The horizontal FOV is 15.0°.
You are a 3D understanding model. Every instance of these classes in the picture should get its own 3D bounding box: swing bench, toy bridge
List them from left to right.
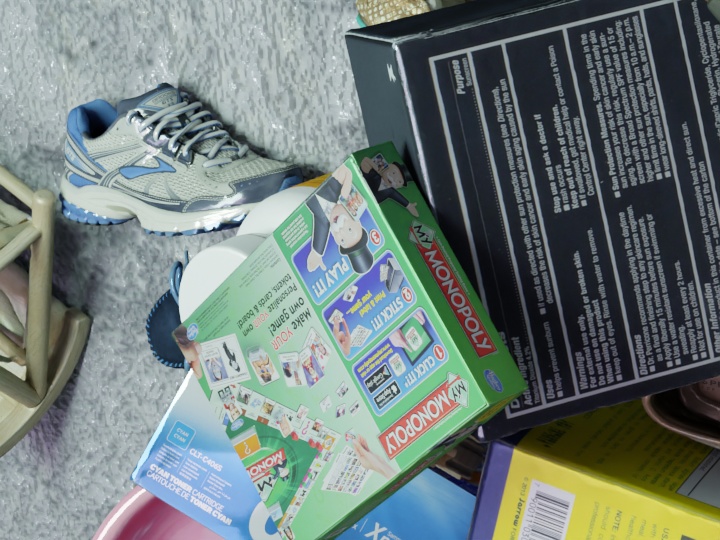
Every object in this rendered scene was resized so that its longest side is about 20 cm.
[{"bbox_3d":[-0.290,-0.006,1.795,0.199,0.130,0.200,38,159,26],"label":"swing bench"},{"bbox_3d":[0.035,0.087,1.474,0.067,0.200,0.027,31,89,-7],"label":"toy bridge"}]

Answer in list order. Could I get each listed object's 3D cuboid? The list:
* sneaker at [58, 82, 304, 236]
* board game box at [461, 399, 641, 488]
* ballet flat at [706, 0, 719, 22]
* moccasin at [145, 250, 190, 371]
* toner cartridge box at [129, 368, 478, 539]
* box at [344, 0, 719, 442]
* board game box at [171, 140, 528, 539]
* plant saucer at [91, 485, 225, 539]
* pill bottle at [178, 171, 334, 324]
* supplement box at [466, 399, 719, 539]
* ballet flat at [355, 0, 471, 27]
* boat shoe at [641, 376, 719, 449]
[{"bbox_3d":[-0.115,-0.069,1.655,0.200,0.077,0.085,5,105,42],"label":"sneaker"},{"bbox_3d":[0.116,0.123,1.535,0.200,0.037,0.151,3,108,44],"label":"board game box"},{"bbox_3d":[0.231,-0.190,1.254,0.068,0.068,0.200,32,94,1],"label":"ballet flat"},{"bbox_3d":[-0.075,0.013,1.651,0.200,0.068,0.081,-31,84,46],"label":"moccasin"},{"bbox_3d":[-0.019,0.127,1.523,0.200,0.043,0.095,30,93,10],"label":"toner cartridge box"},{"bbox_3d":[0.115,-0.043,1.338,0.123,0.198,0.200,-154,51,-75],"label":"box"},{"bbox_3d":[-0.010,0.043,1.323,0.135,0.029,0.200,61,142,10],"label":"board game box"},{"bbox_3d":[-0.064,0.203,1.574,0.200,0.051,0.201,-1,87,9],"label":"plant saucer"},{"bbox_3d":[0.000,0.000,1.480,0.111,0.200,0.111,18,117,38],"label":"pill bottle"},{"bbox_3d":[0.165,0.147,1.405,0.200,0.109,0.110,19,113,19],"label":"supplement box"},{"bbox_3d":[0.078,-0.106,1.464,0.200,0.070,0.065,42,116,19],"label":"ballet flat"},{"bbox_3d":[0.239,0.079,1.370,0.200,0.065,0.071,9,111,30],"label":"boat shoe"}]
